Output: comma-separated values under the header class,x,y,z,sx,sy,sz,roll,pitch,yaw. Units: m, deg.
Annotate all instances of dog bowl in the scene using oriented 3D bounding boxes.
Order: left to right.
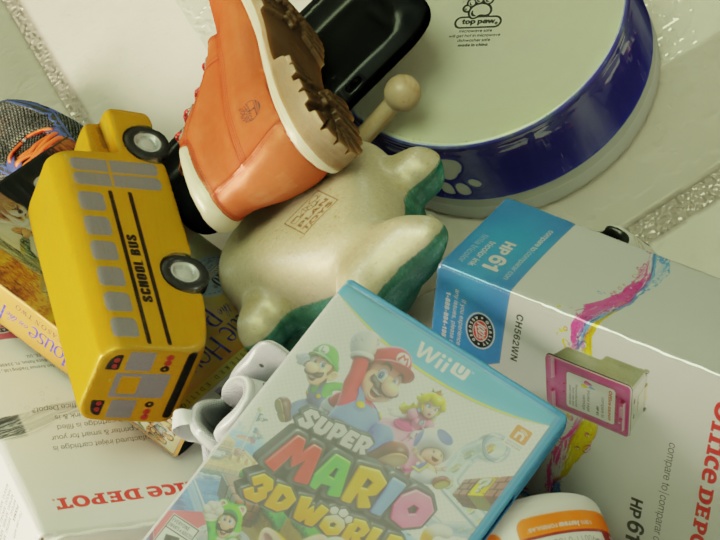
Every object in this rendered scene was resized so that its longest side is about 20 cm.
class,x,y,z,sx,sy,sz,roll,pitch,yaw
dog bowl,0.083,-0.137,1.839,0.200,0.079,0.200,-10,55,15

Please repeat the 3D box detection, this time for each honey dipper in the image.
class,x,y,z,sx,sy,sz,roll,pitch,yaw
honey dipper,-0.031,-0.048,1.796,0.200,0.038,0.038,-49,48,23

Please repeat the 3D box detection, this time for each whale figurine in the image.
class,x,y,z,sx,sy,sz,roll,pitch,yaw
whale figurine,0.000,0.000,1.692,0.159,0.104,0.200,-45,21,-10

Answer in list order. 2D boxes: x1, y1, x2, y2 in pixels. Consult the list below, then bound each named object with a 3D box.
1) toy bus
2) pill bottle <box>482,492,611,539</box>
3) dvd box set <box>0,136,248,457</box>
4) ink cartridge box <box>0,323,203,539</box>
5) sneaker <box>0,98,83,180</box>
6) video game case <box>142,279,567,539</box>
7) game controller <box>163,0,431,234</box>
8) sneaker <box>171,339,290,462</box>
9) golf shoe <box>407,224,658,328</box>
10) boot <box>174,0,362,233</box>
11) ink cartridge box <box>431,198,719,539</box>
class,x,y,z,sx,sy,sz,roll,pitch,yaw
toy bus,-0.141,-0.006,1.700,0.078,0.065,0.200,2,45,-24
pill bottle,0.105,0.229,1.552,0.113,0.113,0.200,-21,69,8
dvd box set,-0.144,0.012,1.754,0.200,0.029,0.146,37,40,12
ink cartridge box,-0.166,0.105,1.736,0.145,0.084,0.200,-5,45,-30
sneaker,-0.185,-0.059,1.897,0.075,0.078,0.200,-44,54,-11
video game case,-0.004,0.115,1.525,0.143,0.018,0.200,32,64,14
game controller,-0.043,-0.105,1.792,0.200,0.042,0.104,-45,41,-2
sneaker,-0.006,0.093,1.591,0.200,0.115,0.075,-15,44,32
golf shoe,0.084,0.016,1.730,0.200,0.095,0.078,-18,55,13
boot,-0.074,-0.108,1.735,0.107,0.075,0.200,-38,38,17
ink cartridge box,0.141,0.068,1.614,0.200,0.145,0.085,21,38,22
